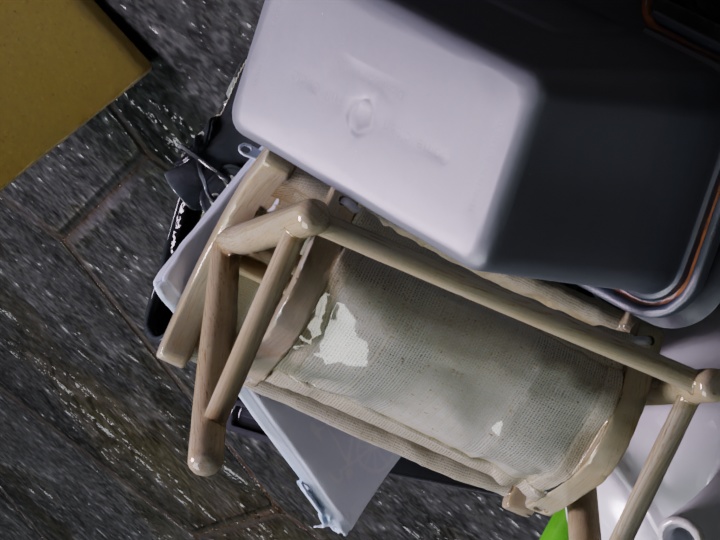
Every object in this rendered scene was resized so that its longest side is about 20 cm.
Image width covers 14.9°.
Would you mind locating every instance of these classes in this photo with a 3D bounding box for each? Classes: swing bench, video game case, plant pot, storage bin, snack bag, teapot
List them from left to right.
[{"bbox_3d":[-0.284,-0.136,1.683,0.200,0.195,0.194,53,160,-12],"label":"plant pot"},{"bbox_3d":[0.000,0.000,1.363,0.021,0.200,0.189,8,141,48],"label":"snack bag"},{"bbox_3d":[0.027,0.109,1.668,0.199,0.026,0.181,13,178,-25],"label":"video game case"},{"bbox_3d":[0.029,0.042,1.210,0.198,0.130,0.200,23,-171,-12],"label":"swing bench"},{"bbox_3d":[0.053,-0.073,1.124,0.134,0.146,0.200,1,-157,-48],"label":"storage bin"},{"bbox_3d":[0.162,0.119,1.310,0.198,0.145,0.201,50,161,49],"label":"teapot"}]

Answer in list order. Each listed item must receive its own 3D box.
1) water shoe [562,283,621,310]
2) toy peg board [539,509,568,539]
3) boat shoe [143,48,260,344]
[{"bbox_3d":[0.104,0.032,1.386,0.071,0.079,0.200,1,144,23],"label":"water shoe"},{"bbox_3d":[0.184,0.203,1.521,0.200,0.098,0.199,28,176,40],"label":"toy peg board"},{"bbox_3d":[-0.078,-0.039,1.503,0.075,0.066,0.200,58,140,42],"label":"boat shoe"}]
